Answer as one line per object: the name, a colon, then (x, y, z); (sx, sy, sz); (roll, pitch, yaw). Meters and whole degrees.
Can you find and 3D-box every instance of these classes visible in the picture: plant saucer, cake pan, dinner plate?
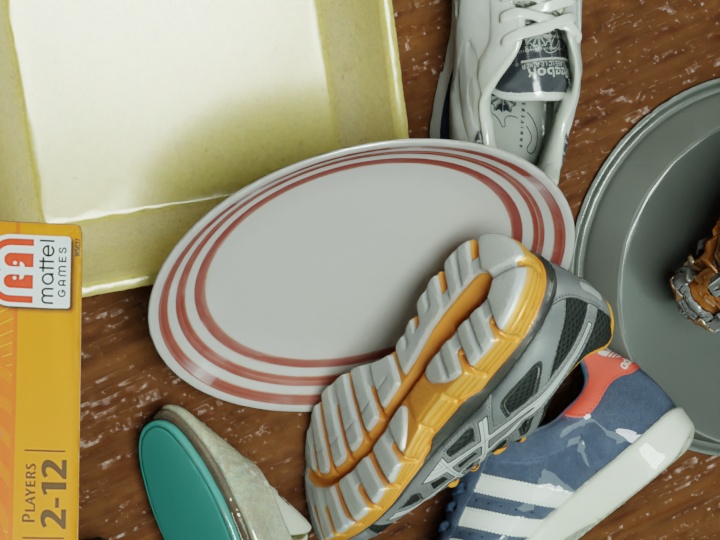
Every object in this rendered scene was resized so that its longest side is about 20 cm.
plant saucer: (-0.085, -0.098, 0.985); (0.200, 0.048, 0.200); (-10, 103, -11)
cake pan: (0.204, 0.001, 1.078); (0.200, 0.037, 0.200); (-2, 102, -12)
dinner plate: (0.000, 0.000, 0.987); (0.200, 0.024, 0.200); (-9, 144, -7)

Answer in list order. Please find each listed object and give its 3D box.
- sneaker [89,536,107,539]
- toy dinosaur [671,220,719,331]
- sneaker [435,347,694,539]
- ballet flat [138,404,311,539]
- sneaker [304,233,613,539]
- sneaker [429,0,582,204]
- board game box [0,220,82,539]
sneaker: (-0.127, 0.177, 1.023); (0.200, 0.066, 0.091); (32, 95, -15)
toy dinosaur: (0.224, -0.036, 0.965); (0.136, 0.200, 0.102); (-33, 102, -41)
sneaker: (0.066, 0.113, 1.059); (0.200, 0.075, 0.085); (-41, 80, 8)
ballet flat: (-0.043, 0.153, 1.029); (0.062, 0.067, 0.200); (-17, 79, -42)
sneaker: (0.042, 0.067, 1.007); (0.077, 0.078, 0.200); (14, 134, -34)
sneaker: (0.077, -0.130, 1.000); (0.076, 0.081, 0.200); (-3, 100, -11)
board game box: (-0.222, 0.103, 0.877); (0.200, 0.200, 0.200); (3, 70, -11)
